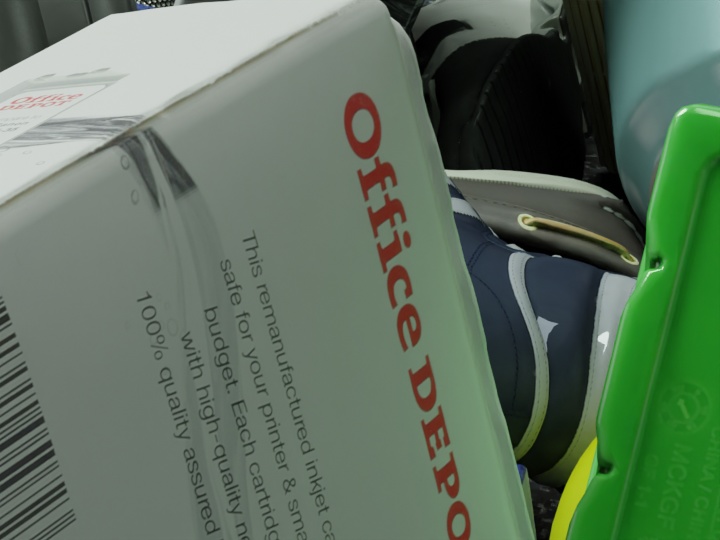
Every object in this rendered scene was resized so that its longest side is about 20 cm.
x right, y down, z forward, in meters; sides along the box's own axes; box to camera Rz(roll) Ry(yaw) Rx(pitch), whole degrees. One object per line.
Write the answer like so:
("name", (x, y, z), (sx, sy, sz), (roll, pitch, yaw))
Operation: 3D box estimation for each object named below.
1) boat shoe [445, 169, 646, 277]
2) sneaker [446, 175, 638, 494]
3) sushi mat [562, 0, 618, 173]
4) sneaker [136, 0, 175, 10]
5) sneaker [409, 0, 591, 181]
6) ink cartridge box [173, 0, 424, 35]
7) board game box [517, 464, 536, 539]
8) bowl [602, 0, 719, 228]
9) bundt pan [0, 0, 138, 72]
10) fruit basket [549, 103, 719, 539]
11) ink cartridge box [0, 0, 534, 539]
("boat shoe", (0.000, 0.000, 0.828), (0.200, 0.072, 0.061), (-1, 20, -9))
("sneaker", (0.024, -0.001, 0.743), (0.108, 0.070, 0.200), (13, 26, -16))
("sushi mat", (0.116, -0.095, 0.911), (0.095, 0.200, 0.012), (10, 56, 23))
("sneaker", (-0.145, -0.134, 1.119), (0.199, 0.076, 0.078), (19, 34, 38))
("sneaker", (0.042, -0.065, 0.988), (0.088, 0.075, 0.200), (-8, 20, 17))
("ink cartridge box", (-0.002, -0.152, 0.909), (0.083, 0.201, 0.145), (20, 38, -6))
("board game box", (-0.067, 0.112, 0.588), (0.198, 0.041, 0.200), (-4, 23, 12))
("bowl", (0.162, -0.052, 0.837), (0.200, 0.201, 0.105), (10, 55, 20))
("bundt pan", (-0.164, -0.076, 0.841), (0.200, 0.076, 0.202), (-5, 8, 1))
("fruit basket", (0.106, 0.072, 0.587), (0.155, 0.217, 0.216), (11, 26, 21))
("ink cartridge box", (-0.062, 0.047, 0.492), (0.082, 0.147, 0.200), (0, 24, 38))
